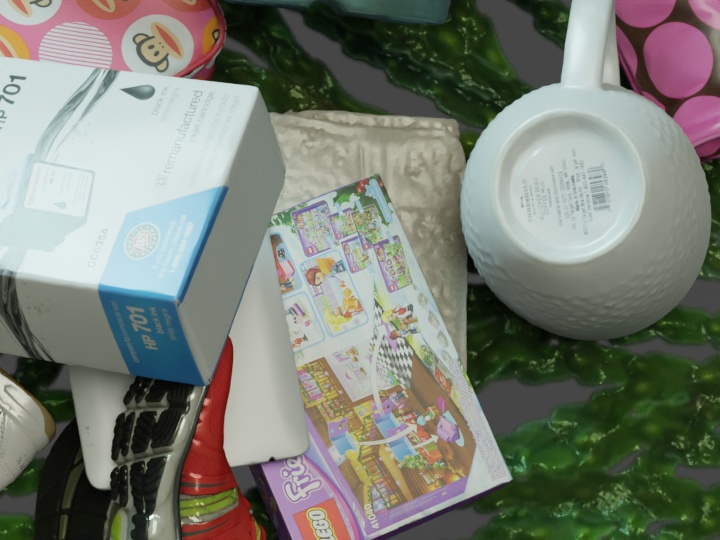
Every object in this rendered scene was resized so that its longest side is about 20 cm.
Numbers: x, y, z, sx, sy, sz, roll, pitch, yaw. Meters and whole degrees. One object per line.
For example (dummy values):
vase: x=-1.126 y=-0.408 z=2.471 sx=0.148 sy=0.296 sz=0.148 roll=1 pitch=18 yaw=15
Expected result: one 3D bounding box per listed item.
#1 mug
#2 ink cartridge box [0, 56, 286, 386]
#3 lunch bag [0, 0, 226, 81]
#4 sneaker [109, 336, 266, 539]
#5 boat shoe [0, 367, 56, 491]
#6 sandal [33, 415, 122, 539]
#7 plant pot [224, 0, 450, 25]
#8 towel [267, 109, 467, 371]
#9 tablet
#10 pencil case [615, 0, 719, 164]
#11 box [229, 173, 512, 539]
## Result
mug: x=0.131 y=-0.064 z=1.458 sx=0.146 sy=0.175 sz=0.202 roll=4 pitch=86 yaw=10
ink cartridge box: x=-0.159 y=-0.031 z=1.358 sx=0.198 sy=0.086 sz=0.147 roll=9 pitch=57 yaw=16
lunch bag: x=-0.178 y=-0.174 z=1.505 sx=0.176 sy=0.082 sz=0.201 roll=-35 pitch=83 yaw=-18
sneaker: x=-0.091 y=0.129 z=1.375 sx=0.084 sy=0.077 sz=0.202 roll=9 pitch=89 yaw=-31
boat shoe: x=-0.269 y=0.052 z=1.432 sx=0.200 sy=0.071 sz=0.069 roll=39 pitch=70 yaw=0
sandal: x=-0.147 y=0.156 z=1.435 sx=0.057 sy=0.079 sz=0.202 roll=36 pitch=56 yaw=-43
plant pot: x=-0.012 y=-0.248 z=1.453 sx=0.198 sy=0.200 sz=0.198 roll=7 pitch=95 yaw=-9
towel: x=0.000 y=0.000 z=1.519 sx=0.131 sy=0.034 sz=0.202 roll=4 pitch=75 yaw=-8
tablet: x=-0.108 y=0.019 z=1.430 sx=0.129 sy=0.014 sz=0.202 roll=-9 pitch=76 yaw=-12
pencil case: x=0.190 y=-0.160 z=1.570 sx=0.093 sy=0.091 sz=0.201 roll=-26 pitch=83 yaw=2
box: x=-0.014 y=0.060 z=1.463 sx=0.136 sy=0.039 sz=0.201 roll=-21 pitch=81 yaw=-15
